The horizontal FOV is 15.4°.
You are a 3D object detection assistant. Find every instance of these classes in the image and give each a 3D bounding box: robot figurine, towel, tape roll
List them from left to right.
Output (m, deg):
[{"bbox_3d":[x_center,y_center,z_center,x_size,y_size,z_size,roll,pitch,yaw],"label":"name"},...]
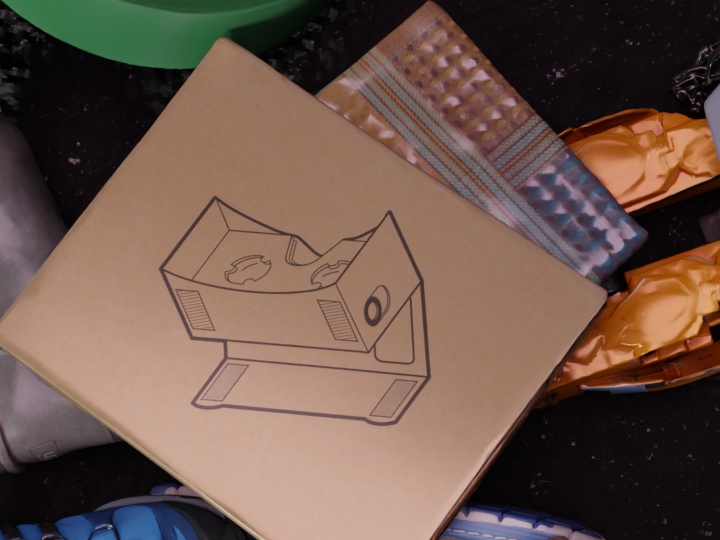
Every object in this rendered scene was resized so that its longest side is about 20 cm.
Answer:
[{"bbox_3d":[-0.088,-0.186,1.164,0.199,0.048,0.202,7,63,-14],"label":"tape roll"},{"bbox_3d":[0.000,0.000,1.115,0.200,0.022,0.147,-40,76,-5],"label":"towel"},{"bbox_3d":[0.149,-0.022,1.140,0.199,0.058,0.146,-20,78,4],"label":"robot figurine"}]

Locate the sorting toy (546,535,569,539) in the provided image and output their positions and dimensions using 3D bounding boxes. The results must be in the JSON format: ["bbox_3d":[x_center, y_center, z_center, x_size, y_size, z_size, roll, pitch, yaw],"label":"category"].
[{"bbox_3d":[0.034,0.240,1.065,0.198,0.070,0.201,-23,98,3],"label":"sorting toy"}]

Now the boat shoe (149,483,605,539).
[{"bbox_3d":[0.006,0.132,1.130,0.199,0.072,0.073,2,84,18],"label":"boat shoe"}]

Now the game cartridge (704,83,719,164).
[{"bbox_3d":[0.227,-0.063,1.034,0.200,0.041,0.134,-29,69,39],"label":"game cartridge"}]

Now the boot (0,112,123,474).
[{"bbox_3d":[-0.077,0.001,1.161,0.199,0.073,0.183,-10,82,9],"label":"boot"}]

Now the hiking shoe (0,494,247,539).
[{"bbox_3d":[-0.139,0.138,1.107,0.199,0.087,0.075,-13,83,27],"label":"hiking shoe"}]

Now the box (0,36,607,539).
[{"bbox_3d":[-0.025,0.020,1.090,0.199,0.021,0.164,35,80,14],"label":"box"}]
